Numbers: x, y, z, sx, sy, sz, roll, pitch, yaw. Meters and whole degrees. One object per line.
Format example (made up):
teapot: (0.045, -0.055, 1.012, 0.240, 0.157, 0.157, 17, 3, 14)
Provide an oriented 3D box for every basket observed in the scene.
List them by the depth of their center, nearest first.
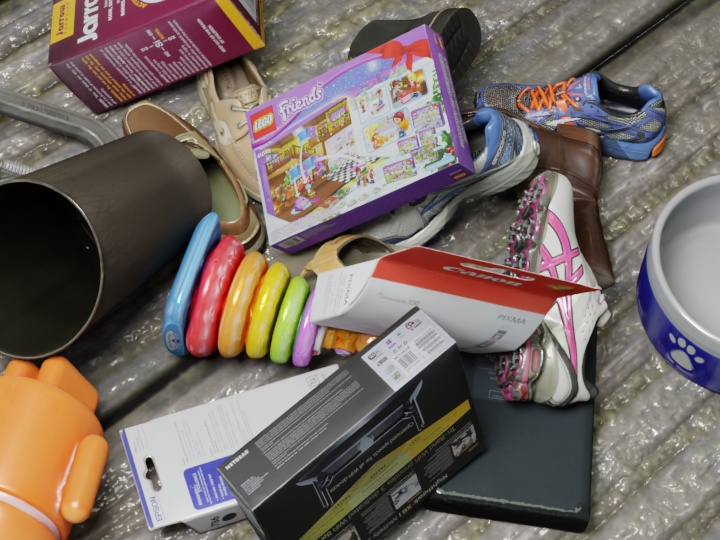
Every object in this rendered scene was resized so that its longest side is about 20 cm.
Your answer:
basket: (-0.224, -0.035, 1.161, 0.136, 0.180, 0.200, 51, 34, -1)

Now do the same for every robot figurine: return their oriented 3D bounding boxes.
robot figurine: (-0.277, 0.166, 1.092, 0.142, 0.117, 0.202, 18, 55, -4)

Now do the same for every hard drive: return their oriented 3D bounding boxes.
hard drive: (0.133, 0.121, 1.194, 0.138, 0.033, 0.202, 8, 55, 2)

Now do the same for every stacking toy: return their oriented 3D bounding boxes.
stacking toy: (-0.064, 0.041, 1.191, 0.198, 0.116, 0.111, 17, 67, 3)

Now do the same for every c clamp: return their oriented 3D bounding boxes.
c clamp: (-0.286, -0.102, 1.281, 0.198, 0.027, 0.172, 20, 41, -23)

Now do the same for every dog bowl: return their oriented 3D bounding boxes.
dog bowl: (0.355, 0.014, 1.252, 0.197, 0.079, 0.202, 1, 55, -2)

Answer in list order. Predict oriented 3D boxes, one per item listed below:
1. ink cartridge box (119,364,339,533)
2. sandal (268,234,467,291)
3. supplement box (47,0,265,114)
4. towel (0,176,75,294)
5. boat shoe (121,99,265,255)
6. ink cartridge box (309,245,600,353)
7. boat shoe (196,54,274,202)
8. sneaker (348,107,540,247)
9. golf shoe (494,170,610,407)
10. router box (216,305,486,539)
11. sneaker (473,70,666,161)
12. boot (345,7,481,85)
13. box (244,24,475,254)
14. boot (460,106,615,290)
ink cartridge box: (-0.095, 0.153, 1.156, 0.198, 0.039, 0.100, -14, 58, -14)
sandal: (0.000, 0.000, 1.245, 0.197, 0.054, 0.081, -1, 53, 11)
supplement box: (-0.199, -0.249, 1.345, 0.198, 0.086, 0.111, -19, 54, 19)
towel: (-0.353, -0.004, 1.242, 0.197, 0.048, 0.173, -10, 58, -11)
boat shoe: (-0.157, -0.095, 1.294, 0.075, 0.074, 0.200, -37, 65, -15)
ink cartridge box: (0.068, 0.028, 1.082, 0.161, 0.200, 0.058, 12, 84, -21)
boat shoe: (-0.114, -0.151, 1.344, 0.071, 0.065, 0.201, -21, 60, -17)
sneaker: (0.062, -0.089, 1.259, 0.199, 0.085, 0.078, -34, 55, 19)
golf shoe: (0.170, 0.016, 1.185, 0.091, 0.073, 0.203, 7, 82, -12)
router box: (0.000, 0.145, 1.073, 0.199, 0.158, 0.052, -38, 53, -14)
sneaker: (0.211, -0.166, 1.365, 0.197, 0.079, 0.076, 4, 55, -1)
boot: (0.016, -0.181, 1.357, 0.137, 0.078, 0.200, 7, 44, 44)
box: (-0.004, -0.115, 1.228, 0.198, 0.039, 0.138, -22, 68, 25)
boot: (0.143, -0.058, 1.285, 0.184, 0.065, 0.202, 3, 52, 4)
